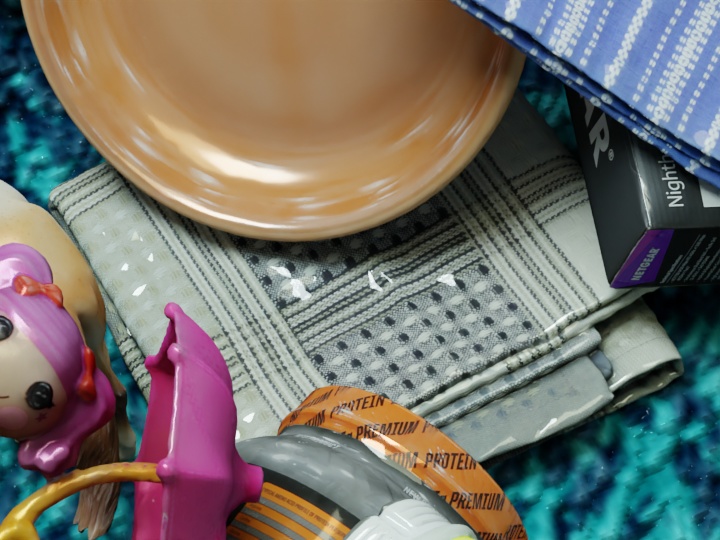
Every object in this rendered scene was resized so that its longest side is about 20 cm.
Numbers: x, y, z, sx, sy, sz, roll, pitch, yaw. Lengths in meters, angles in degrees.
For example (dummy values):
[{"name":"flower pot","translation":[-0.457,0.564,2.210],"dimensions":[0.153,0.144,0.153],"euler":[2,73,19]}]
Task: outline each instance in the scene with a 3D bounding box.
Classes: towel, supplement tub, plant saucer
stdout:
[{"name":"towel","translation":[0.093,-0.135,0.916],"dimensions":[0.199,0.024,0.145],"euler":[33,76,-13]},{"name":"supplement tub","translation":[-0.038,0.141,0.846],"dimensions":[0.122,0.123,0.200],"euler":[29,62,22]},{"name":"plant saucer","translation":[-0.030,-0.111,0.969],"dimensions":[0.199,0.201,0.037],"euler":[12,22,12]},{"name":"towel","translation":[0.000,0.000,0.995],"dimensions":[0.192,0.035,0.200],"euler":[-24,58,-13]}]

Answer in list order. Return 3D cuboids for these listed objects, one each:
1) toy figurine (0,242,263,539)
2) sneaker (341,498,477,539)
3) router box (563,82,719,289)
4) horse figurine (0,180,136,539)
[{"name":"toy figurine","translation":[-0.125,0.062,0.768],"dimensions":[0.184,0.150,0.201],"euler":[-31,89,-22]},{"name":"sneaker","translation":[0.038,0.172,0.778],"dimensions":[0.090,0.201,0.078],"euler":[13,31,39]},{"name":"router box","translation":[0.150,-0.095,1.000],"dimensions":[0.148,0.051,0.201],"euler":[-2,64,-17]},{"name":"horse figurine","translation":[-0.137,0.002,0.944],"dimensions":[0.050,0.133,0.200],"euler":[-33,59,-20]}]
